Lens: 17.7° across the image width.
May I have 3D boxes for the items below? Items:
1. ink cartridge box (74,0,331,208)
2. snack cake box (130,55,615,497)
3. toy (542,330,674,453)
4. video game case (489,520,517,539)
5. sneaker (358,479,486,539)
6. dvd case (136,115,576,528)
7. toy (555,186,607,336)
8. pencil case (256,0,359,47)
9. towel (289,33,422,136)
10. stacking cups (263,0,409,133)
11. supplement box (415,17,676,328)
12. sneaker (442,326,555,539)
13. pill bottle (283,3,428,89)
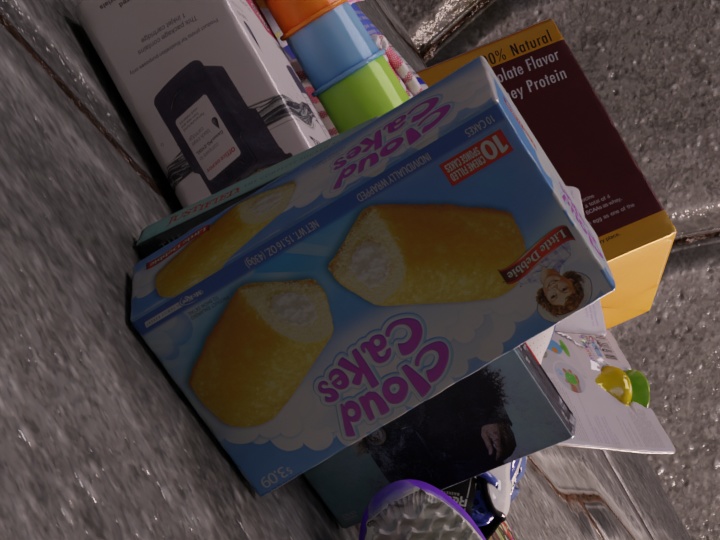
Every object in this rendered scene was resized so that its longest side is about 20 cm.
[{"bbox_3d":[-0.068,-0.076,1.349,0.201,0.084,0.145,61,7,11],"label":"ink cartridge box"},{"bbox_3d":[0.005,0.004,1.089,0.115,0.199,0.067,55,10,-21],"label":"snack cake box"},{"bbox_3d":[0.115,0.085,1.595,0.199,0.047,0.115,5,45,-36],"label":"toy"},{"bbox_3d":[0.052,0.135,1.491,0.201,0.036,0.181,63,7,28],"label":"video game case"},{"bbox_3d":[0.044,0.171,1.234,0.201,0.069,0.100,58,0,-35],"label":"sneaker"},{"bbox_3d":[-0.001,0.032,1.170,0.200,0.145,0.022,57,25,-22],"label":"dvd case"},{"bbox_3d":[0.050,-0.004,1.476,0.047,0.199,0.116,121,-32,-52],"label":"toy"},{"bbox_3d":[-0.048,-0.189,1.503,0.084,0.199,0.091,67,17,15],"label":"pencil case"},{"bbox_3d":[-0.002,-0.062,1.523,0.200,0.146,0.030,53,33,-34],"label":"towel"},{"bbox_3d":[-0.021,-0.135,1.419,0.201,0.060,0.061,56,8,-3],"label":"stacking cups"},{"bbox_3d":[0.096,-0.044,1.729,0.133,0.196,0.201,94,-30,-64],"label":"supplement box"},{"bbox_3d":[0.062,0.081,1.288,0.115,0.080,0.200,-70,164,-61],"label":"sneaker"},{"bbox_3d":[-0.014,-0.114,1.616,0.200,0.112,0.112,49,7,6],"label":"pill bottle"}]
